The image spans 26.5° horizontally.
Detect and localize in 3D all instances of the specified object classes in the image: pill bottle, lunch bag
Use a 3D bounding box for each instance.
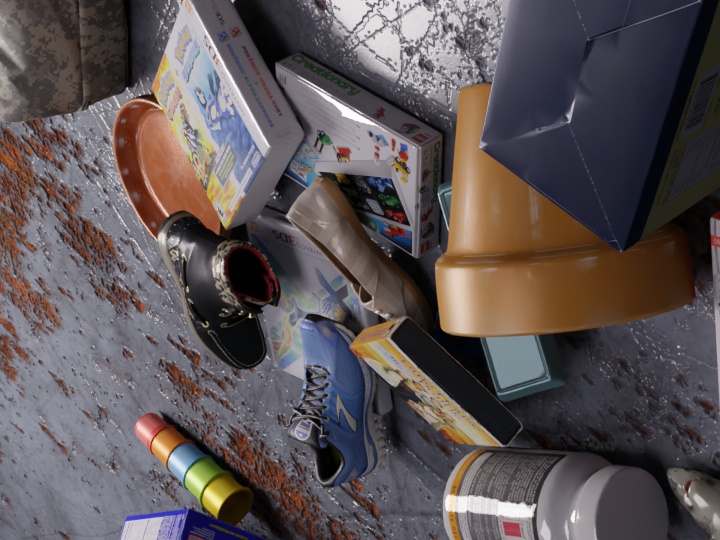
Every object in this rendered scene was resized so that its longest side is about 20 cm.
[{"bbox_3d":[0.176,0.222,1.398,0.199,0.116,0.117,-4,111,54],"label":"pill bottle"},{"bbox_3d":[-0.359,-0.271,1.686,0.139,0.167,0.201,38,140,29],"label":"lunch bag"}]

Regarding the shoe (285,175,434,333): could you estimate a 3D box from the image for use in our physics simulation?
[{"bbox_3d":[0.000,0.000,1.483,0.201,0.053,0.070,53,161,-20],"label":"shoe"}]

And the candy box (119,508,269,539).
[{"bbox_3d":[-0.202,0.371,1.965,0.168,0.078,0.199,26,157,-24],"label":"candy box"}]

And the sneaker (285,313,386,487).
[{"bbox_3d":[-0.032,0.140,1.592,0.078,0.089,0.202,13,123,46],"label":"sneaker"}]

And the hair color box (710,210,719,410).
[{"bbox_3d":[0.322,0.050,1.128,0.110,0.064,0.202,18,129,44],"label":"hair color box"}]

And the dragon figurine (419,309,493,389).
[{"bbox_3d":[0.108,0.039,1.401,0.099,0.059,0.201,42,144,24],"label":"dragon figurine"}]

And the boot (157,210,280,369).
[{"bbox_3d":[-0.134,0.037,1.651,0.153,0.073,0.205,20,140,55],"label":"boot"}]

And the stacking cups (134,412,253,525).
[{"bbox_3d":[-0.223,0.257,1.999,0.199,0.060,0.061,34,138,37],"label":"stacking cups"}]

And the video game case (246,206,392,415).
[{"bbox_3d":[-0.046,0.041,1.638,0.181,0.022,0.202,21,130,44],"label":"video game case"}]

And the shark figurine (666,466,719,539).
[{"bbox_3d":[0.317,0.276,1.271,0.127,0.217,0.089,-1,159,22],"label":"shark figurine"}]

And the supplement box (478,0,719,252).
[{"bbox_3d":[0.205,-0.159,1.002,0.134,0.199,0.201,39,141,28],"label":"supplement box"}]

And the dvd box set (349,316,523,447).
[{"bbox_3d":[0.066,0.107,1.436,0.146,0.029,0.200,43,169,-5],"label":"dvd box set"}]

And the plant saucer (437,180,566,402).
[{"bbox_3d":[0.120,0.011,1.337,0.069,0.019,0.202,-20,84,33],"label":"plant saucer"}]

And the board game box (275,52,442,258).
[{"bbox_3d":[-0.004,-0.111,1.458,0.199,0.034,0.127,34,139,34],"label":"board game box"}]

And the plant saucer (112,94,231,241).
[{"bbox_3d":[-0.210,-0.105,1.735,0.199,0.032,0.202,31,136,35],"label":"plant saucer"}]

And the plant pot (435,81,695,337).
[{"bbox_3d":[0.148,-0.058,1.181,0.199,0.199,0.186,-2,98,53],"label":"plant pot"}]

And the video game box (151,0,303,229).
[{"bbox_3d":[-0.139,-0.163,1.552,0.184,0.046,0.200,63,154,13],"label":"video game box"}]
